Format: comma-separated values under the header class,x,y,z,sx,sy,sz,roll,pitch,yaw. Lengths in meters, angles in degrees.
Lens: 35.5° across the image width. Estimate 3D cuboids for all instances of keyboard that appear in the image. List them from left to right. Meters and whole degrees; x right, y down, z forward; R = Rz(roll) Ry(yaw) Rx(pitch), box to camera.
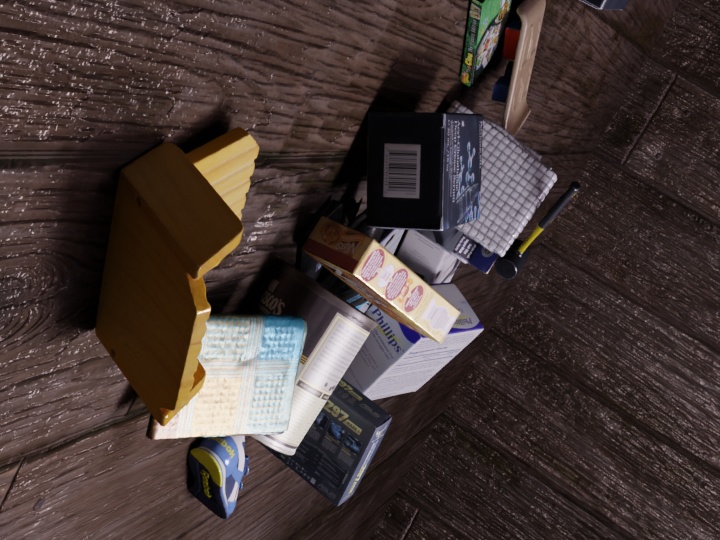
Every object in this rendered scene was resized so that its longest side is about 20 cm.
class,x,y,z,sx,sy,sz,roll,pitch,yaw
keyboard,-0.046,-0.033,1.550,0.127,0.021,0.201,-44,162,-28

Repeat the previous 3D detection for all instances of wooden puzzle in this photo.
class,x,y,z,sx,sy,sz,roll,pitch,yaw
wooden puzzle,0.247,-0.328,1.775,0.185,0.046,0.202,-53,150,-61

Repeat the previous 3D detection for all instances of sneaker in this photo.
class,x,y,z,sx,sy,sz,roll,pitch,yaw
sneaker,-0.197,0.290,1.612,0.082,0.074,0.201,-51,166,-34
sneaker,0.000,0.000,1.562,0.073,0.082,0.201,-23,145,-54

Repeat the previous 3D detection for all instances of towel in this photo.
class,x,y,z,sx,sy,sz,roll,pitch,yaw
towel,-0.149,0.120,1.284,0.199,0.022,0.148,4,101,-45
towel,0.179,-0.138,1.722,0.166,0.199,0.086,-56,-178,-5

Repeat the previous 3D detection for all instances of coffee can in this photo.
class,x,y,z,sx,sy,sz,roll,pitch,yaw
coffee can,-0.091,0.111,1.434,0.201,0.146,0.146,-57,166,-1

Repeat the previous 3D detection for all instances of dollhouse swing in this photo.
class,x,y,z,sx,sy,sz,roll,pitch,yaw
dollhouse swing,-0.134,-0.003,1.030,0.175,0.182,0.201,-18,142,-37

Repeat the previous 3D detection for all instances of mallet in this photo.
class,x,y,z,sx,sy,sz,roll,pitch,yaw
mallet,0.274,-0.069,1.706,0.200,0.041,0.066,-54,178,36

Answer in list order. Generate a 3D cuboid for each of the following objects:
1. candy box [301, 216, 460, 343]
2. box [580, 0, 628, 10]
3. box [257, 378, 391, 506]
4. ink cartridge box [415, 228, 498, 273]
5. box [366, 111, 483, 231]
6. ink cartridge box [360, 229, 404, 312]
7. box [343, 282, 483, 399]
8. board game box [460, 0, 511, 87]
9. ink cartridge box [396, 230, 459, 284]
class,x,y,z,sx,sy,sz,roll,pitch,yaw
candy box,0.029,0.014,1.463,0.200,0.115,0.056,39,80,-40
box,0.401,-0.532,1.800,0.201,0.123,0.196,-64,163,21
box,-0.068,0.220,1.636,0.051,0.199,0.159,-27,146,-54
ink cartridge box,0.184,-0.120,1.823,0.040,0.200,0.201,29,93,-41
box,0.089,-0.136,1.501,0.200,0.106,0.150,-21,113,-69
ink cartridge box,0.002,0.006,1.719,0.201,0.043,0.196,-67,170,27
box,0.072,0.122,1.904,0.183,0.105,0.200,-4,146,-50
board game box,0.186,-0.363,1.632,0.105,0.023,0.200,-52,165,-20
ink cartridge box,0.119,-0.012,2.021,0.144,0.084,0.201,-39,157,-51
